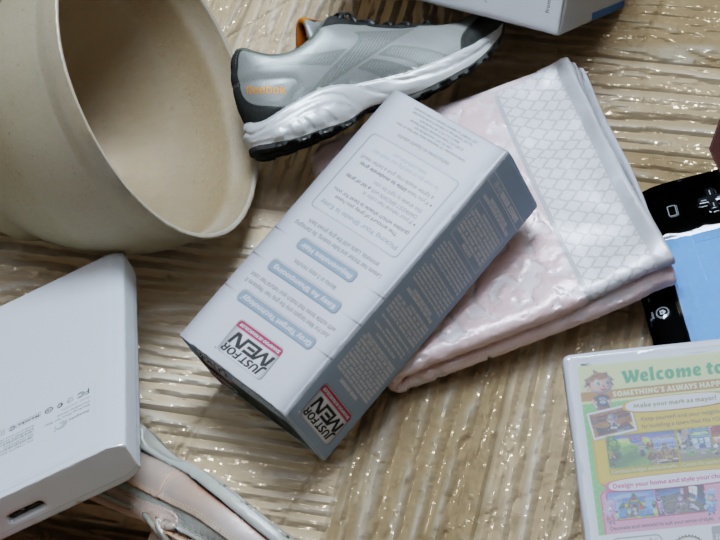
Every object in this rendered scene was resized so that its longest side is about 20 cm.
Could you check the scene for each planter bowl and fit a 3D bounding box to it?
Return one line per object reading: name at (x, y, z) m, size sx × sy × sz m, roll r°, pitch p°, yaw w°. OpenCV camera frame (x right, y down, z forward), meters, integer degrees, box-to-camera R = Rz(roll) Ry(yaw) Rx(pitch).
planter bowl at (-0.175, -0.095, 1.155) m, size 0.134 × 0.200 × 0.201 m, roll -20°, pitch 44°, yaw 27°

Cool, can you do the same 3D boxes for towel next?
towel at (0.077, -0.035, 1.141) m, size 0.190 × 0.032 × 0.201 m, roll -21°, pitch 48°, yaw 2°

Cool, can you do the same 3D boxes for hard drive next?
hard drive at (-0.188, 0.074, 1.045) m, size 0.131 × 0.026 × 0.200 m, roll -25°, pitch 30°, yaw 7°

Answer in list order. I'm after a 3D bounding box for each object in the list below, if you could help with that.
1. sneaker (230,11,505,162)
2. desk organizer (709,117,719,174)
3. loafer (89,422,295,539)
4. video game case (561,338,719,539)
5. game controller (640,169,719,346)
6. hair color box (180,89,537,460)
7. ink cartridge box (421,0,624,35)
sneaker at (0.007, -0.139, 1.201) m, size 0.199 × 0.074 × 0.080 m, roll -22°, pitch 90°, yaw -21°
desk organizer at (0.318, -0.073, 1.099) m, size 0.198 × 0.072 × 0.077 m, roll -2°, pitch 47°, yaw -12°
loafer at (-0.105, 0.137, 1.021) m, size 0.199 × 0.072 × 0.063 m, roll 31°, pitch 76°, yaw 36°
video game case at (0.216, 0.122, 0.979) m, size 0.198 × 0.022 × 0.184 m, roll -6°, pitch 66°, yaw 3°
game controller at (0.220, 0.020, 1.083) m, size 0.103 × 0.042 × 0.201 m, roll -9°, pitch 49°, yaw 0°
hair color box at (0.000, 0.000, 1.080) m, size 0.099 × 0.061 × 0.200 m, roll 32°, pitch 76°, yaw 38°
ink cartridge box at (0.073, -0.230, 1.248) m, size 0.199 × 0.084 × 0.145 m, roll 17°, pitch 22°, yaw 21°
